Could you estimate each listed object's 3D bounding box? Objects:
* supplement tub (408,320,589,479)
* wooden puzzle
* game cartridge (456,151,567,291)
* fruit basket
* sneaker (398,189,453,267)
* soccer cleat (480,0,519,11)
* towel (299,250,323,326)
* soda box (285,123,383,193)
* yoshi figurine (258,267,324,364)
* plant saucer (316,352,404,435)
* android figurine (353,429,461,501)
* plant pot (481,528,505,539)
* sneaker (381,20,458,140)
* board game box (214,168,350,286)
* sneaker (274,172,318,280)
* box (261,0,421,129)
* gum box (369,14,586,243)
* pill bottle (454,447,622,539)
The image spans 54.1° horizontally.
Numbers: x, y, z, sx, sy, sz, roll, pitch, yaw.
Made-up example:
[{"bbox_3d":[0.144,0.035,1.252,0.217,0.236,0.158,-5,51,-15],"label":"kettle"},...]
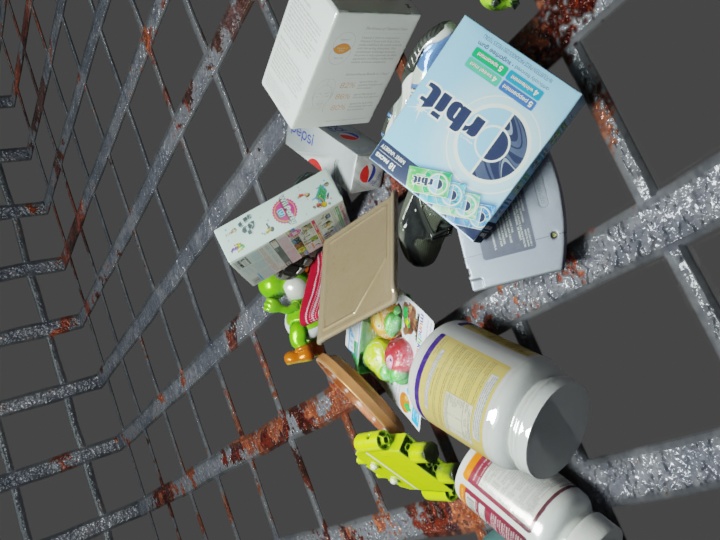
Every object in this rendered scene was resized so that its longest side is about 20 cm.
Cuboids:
[{"bbox_3d":[0.173,0.161,0.900,0.199,0.144,0.147,25,120,48],"label":"supplement tub"},{"bbox_3d":[0.000,0.000,1.065,0.200,0.037,0.187,-35,42,44],"label":"wooden puzzle"},{"bbox_3d":[0.176,-0.087,0.854,0.132,0.041,0.203,-14,86,17],"label":"game cartridge"},{"bbox_3d":[0.047,0.116,1.080,0.200,0.093,0.187,-128,39,-57],"label":"fruit basket"},{"bbox_3d":[0.116,-0.075,0.960,0.114,0.076,0.201,41,131,38],"label":"sneaker"},{"bbox_3d":[0.183,-0.388,0.783,0.201,0.067,0.082,-58,42,45],"label":"soccer cleat"},{"bbox_3d":[-0.042,0.006,1.184,0.199,0.022,0.146,-30,43,53],"label":"towel"},{"bbox_3d":[-0.043,-0.200,1.147,0.200,0.063,0.069,41,132,39],"label":"soda box"},{"bbox_3d":[-0.138,0.074,1.330,0.112,0.111,0.203,-14,87,61],"label":"yoshi figurine"},{"bbox_3d":[0.005,0.209,1.162,0.200,0.032,0.200,45,170,10],"label":"plant saucer"},{"bbox_3d":[0.069,0.303,1.103,0.182,0.041,0.199,41,147,-21],"label":"android figurine"},{"bbox_3d":[0.203,0.468,0.965,0.199,0.134,0.203,21,117,48],"label":"plant pot"},{"bbox_3d":[0.096,-0.238,0.950,0.077,0.075,0.201,41,139,21],"label":"sneaker"},{"bbox_3d":[-0.118,-0.066,1.135,0.065,0.199,0.148,60,177,15],"label":"board game box"},{"bbox_3d":[-0.110,-0.080,1.260,0.079,0.075,0.202,38,109,55],"label":"sneaker"},{"bbox_3d":[-0.032,-0.319,1.019,0.107,0.151,0.201,57,139,25],"label":"box"},{"bbox_3d":[0.133,-0.164,0.828,0.170,0.044,0.201,41,106,18],"label":"gum box"},{"bbox_3d":[0.225,0.306,0.905,0.199,0.109,0.111,33,126,44],"label":"pill bottle"}]
